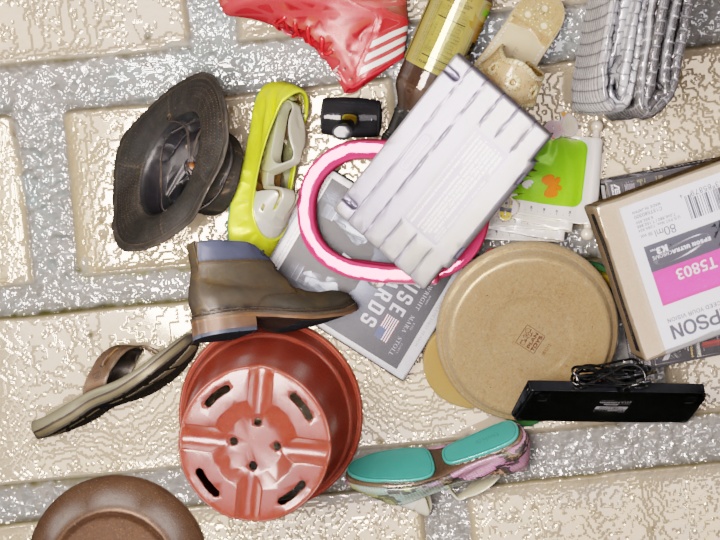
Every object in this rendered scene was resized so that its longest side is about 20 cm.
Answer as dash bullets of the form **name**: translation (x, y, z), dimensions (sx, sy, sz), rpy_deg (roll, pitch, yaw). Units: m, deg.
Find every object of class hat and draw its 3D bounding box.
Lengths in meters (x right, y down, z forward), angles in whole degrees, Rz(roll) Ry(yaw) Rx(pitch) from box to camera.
- **hat**: translation (-0.173, -0.100, 1.590), dimensions (0.080, 0.200, 0.203), rpy_deg (21, 95, -39)

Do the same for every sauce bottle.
- **sauce bottle**: translation (0.076, -0.214, 1.599), dimensions (0.064, 0.065, 0.202), rpy_deg (24, 103, 0)

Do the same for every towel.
- **towel**: translation (0.273, -0.251, 1.545), dimensions (0.084, 0.166, 0.203), rpy_deg (9, 94, -3)

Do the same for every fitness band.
- **fitness band**: translation (0.034, -0.060, 1.587), dimensions (0.197, 0.037, 0.146), rpy_deg (5, 95, 9)

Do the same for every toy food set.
- **toy food set**: translation (0.174, 0.066, 1.613), dimensions (0.195, 0.049, 0.202), rpy_deg (15, 104, -7)

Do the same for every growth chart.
- **growth chart**: translation (0.157, -0.094, 1.618), dimensions (0.197, 0.018, 0.147), rpy_deg (-2, 82, 1)

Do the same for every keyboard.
- **keyboard**: translation (0.259, 0.119, 1.593), dimensions (0.197, 0.104, 0.040), rpy_deg (2, 59, -14)

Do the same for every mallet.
- **mallet**: translation (-0.003, -0.145, 1.540), dimensions (0.065, 0.200, 0.042), rpy_deg (1, 100, -5)

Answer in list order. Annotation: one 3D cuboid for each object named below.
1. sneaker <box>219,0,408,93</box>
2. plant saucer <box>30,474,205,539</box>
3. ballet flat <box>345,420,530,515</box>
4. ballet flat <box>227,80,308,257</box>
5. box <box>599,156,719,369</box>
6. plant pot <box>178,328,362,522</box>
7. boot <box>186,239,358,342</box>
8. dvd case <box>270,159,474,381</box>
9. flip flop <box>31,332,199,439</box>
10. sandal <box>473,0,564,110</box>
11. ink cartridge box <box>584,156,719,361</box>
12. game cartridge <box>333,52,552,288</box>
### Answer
- **sneaker**: translation (-0.046, -0.241, 1.595), dimensions (0.197, 0.078, 0.117), rpy_deg (-1, 92, 2)
- **plant saucer**: translation (-0.261, 0.321, 1.652), dimensions (0.197, 0.037, 0.203), rpy_deg (0, 94, 2)
- **ballet flat**: translation (0.085, 0.215, 1.630), dimensions (0.197, 0.069, 0.072), rpy_deg (-16, 119, 2)
- **ballet flat**: translation (-0.090, -0.097, 1.591), dimensions (0.066, 0.066, 0.203), rpy_deg (3, 81, 43)
- **box**: translation (0.342, -0.010, 1.614), dimensions (0.156, 0.050, 0.203), rpy_deg (-11, 93, 1)
- **plant pot**: translation (-0.098, 0.160, 1.560), dimensions (0.198, 0.195, 0.204), rpy_deg (0, 94, 1)
- **boot**: translation (-0.088, 0.012, 1.555), dimensions (0.198, 0.074, 0.098), rpy_deg (-6, 80, -41)
- **dvd case**: translation (0.000, 0.000, 1.634), dimensions (0.199, 0.025, 0.151), rpy_deg (32, 93, 0)
- **flip flop**: translation (-0.261, 0.113, 1.627), dimensions (0.198, 0.081, 0.058), rpy_deg (-28, 78, 8)
- **sandal**: translation (0.152, -0.204, 1.557), dimensions (0.077, 0.070, 0.213), rpy_deg (28, 70, -1)
- **ink cartridge box**: translation (0.344, -0.021, 1.551), dimensions (0.198, 0.075, 0.167), rpy_deg (-20, 92, 1)
- **game cartridge**: translation (0.082, -0.096, 1.537), dimensions (0.129, 0.038, 0.201), rpy_deg (40, 105, 1)
